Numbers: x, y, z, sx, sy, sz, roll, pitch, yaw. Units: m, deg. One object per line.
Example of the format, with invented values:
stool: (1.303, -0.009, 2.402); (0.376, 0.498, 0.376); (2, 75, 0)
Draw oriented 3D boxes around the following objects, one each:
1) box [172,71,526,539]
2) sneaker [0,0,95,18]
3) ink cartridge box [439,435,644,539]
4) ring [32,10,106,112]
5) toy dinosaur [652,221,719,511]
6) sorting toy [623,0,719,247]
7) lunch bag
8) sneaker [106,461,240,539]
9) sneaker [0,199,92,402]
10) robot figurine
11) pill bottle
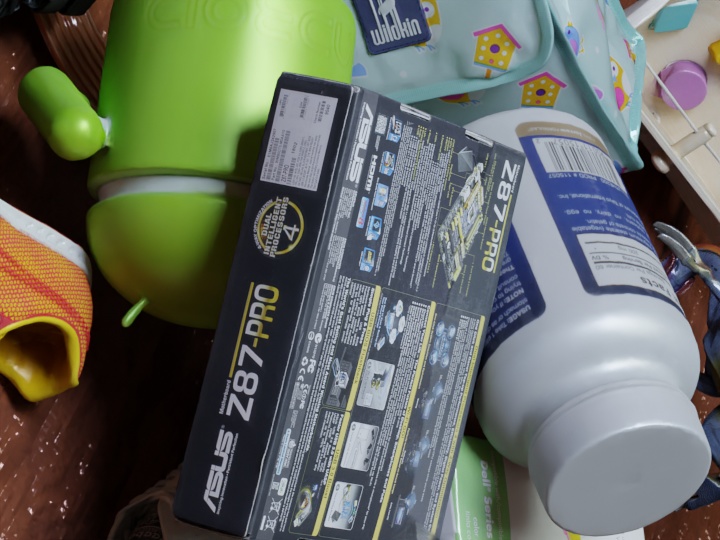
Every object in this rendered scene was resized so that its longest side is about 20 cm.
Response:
box: (0.000, 0.025, 1.227); (0.161, 0.049, 0.200); (15, 88, -56)
sneaker: (-0.162, -0.130, 1.251); (0.099, 0.071, 0.200); (22, 51, -19)
ink cartridge box: (0.067, 0.138, 1.401); (0.200, 0.117, 0.067); (14, 64, -48)
ring: (-0.103, -0.141, 1.396); (0.200, 0.019, 0.201); (24, 57, -44)
toy dinosaur: (0.219, 0.063, 1.629); (0.200, 0.105, 0.182); (35, 38, -15)
sorting toy: (0.241, -0.128, 1.679); (0.200, 0.180, 0.107); (49, 13, -28)
lunch bag: (0.038, -0.125, 1.408); (0.200, 0.170, 0.122); (53, 34, -48)
sneaker: (-0.069, 0.118, 1.281); (0.080, 0.076, 0.200); (42, 43, -19)
sneaker: (-0.185, -0.001, 1.180); (0.200, 0.073, 0.077); (29, 49, -42)
robot figurine: (-0.064, -0.064, 1.266); (0.175, 0.116, 0.200); (13, 75, -28)
pill bottle: (0.098, 0.026, 1.330); (0.111, 0.111, 0.200); (29, 30, -42)
